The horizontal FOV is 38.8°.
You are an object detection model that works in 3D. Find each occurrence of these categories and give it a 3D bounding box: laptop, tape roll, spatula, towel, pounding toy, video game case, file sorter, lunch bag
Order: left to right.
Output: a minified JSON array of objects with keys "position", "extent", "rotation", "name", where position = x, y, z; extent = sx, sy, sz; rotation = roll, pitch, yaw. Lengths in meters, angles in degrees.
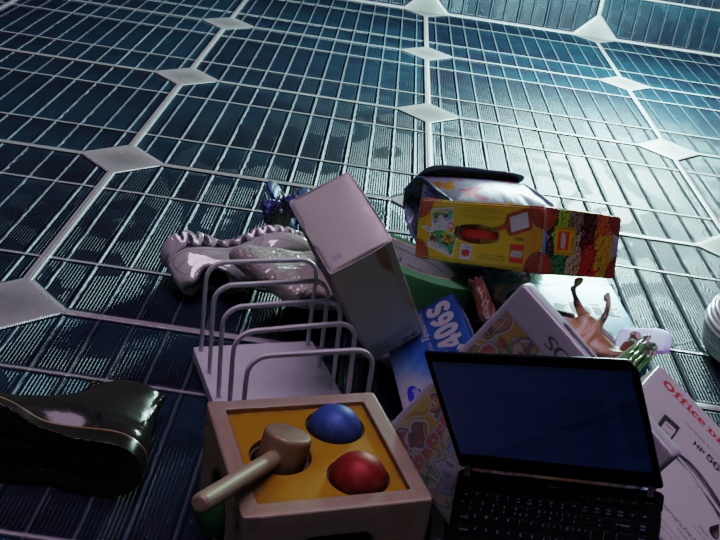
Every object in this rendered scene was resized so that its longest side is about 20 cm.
[{"position":[-0.082,0.086,1.047],"extent":[0.139,0.125,0.200],"rotation":[-2,28,-20],"name":"file sorter"},{"position":[-0.058,0.180,0.843],"extent":[0.200,0.142,0.184],"rotation":[-1,27,-19],"name":"pounding toy"},{"position":[-0.048,0.013,1.251],"extent":[0.200,0.035,0.132],"rotation":[7,18,-47],"name":"towel"},{"position":[0.045,-0.001,1.283],"extent":[0.200,0.048,0.200],"rotation":[22,13,-5],"name":"tape roll"},{"position":[0.164,-0.084,1.473],"extent":[0.169,0.127,0.200],"rotation":[4,20,-15],"name":"lunch bag"},{"position":[0.133,0.144,0.855],"extent":[0.182,0.200,0.023],"rotation":[51,28,22],"name":"video game case"},{"position":[0.128,0.175,0.778],"extent":[0.177,0.200,0.103],"rotation":[-1,-24,35],"name":"laptop"},{"position":[0.212,0.143,1.017],"extent":[0.023,0.153,0.200],"rotation":[49,37,8],"name":"towel"},{"position":[0.268,0.064,1.217],"extent":[0.200,0.021,0.057],"rotation":[16,33,15],"name":"spatula"}]

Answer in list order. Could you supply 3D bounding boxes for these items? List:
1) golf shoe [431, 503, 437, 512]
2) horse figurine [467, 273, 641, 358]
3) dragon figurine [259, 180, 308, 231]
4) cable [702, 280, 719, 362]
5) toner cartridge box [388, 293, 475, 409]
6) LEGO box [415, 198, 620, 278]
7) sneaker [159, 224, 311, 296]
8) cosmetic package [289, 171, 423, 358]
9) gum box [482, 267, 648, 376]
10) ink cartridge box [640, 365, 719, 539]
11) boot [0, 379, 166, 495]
[{"position":[0.118,0.165,0.965],"extent":[0.200,0.097,0.078],"rotation":[-43,46,-5],"name":"golf shoe"},{"position":[0.220,0.058,1.175],"extent":[0.200,0.050,0.133],"rotation":[6,42,2],"name":"horse figurine"},{"position":[-0.105,-0.092,1.428],"extent":[0.059,0.100,0.200],"rotation":[9,26,-1],"name":"dragon figurine"},{"position":[0.535,0.090,1.298],"extent":[0.200,0.069,0.200],"rotation":[21,29,21],"name":"cable"},{"position":[0.086,0.107,1.097],"extent":[0.095,0.043,0.200],"rotation":[-30,27,8],"name":"toner cartridge box"},{"position":[0.191,-0.040,1.251],"extent":[0.149,0.077,0.200],"rotation":[3,4,-41],"name":"LEGO box"},{"position":[-0.148,-0.007,1.291],"extent":[0.200,0.075,0.081],"rotation":[-7,44,-25],"name":"sneaker"},{"position":[0.000,0.000,1.073],"extent":[0.071,0.200,0.105],"rotation":[-28,59,-4],"name":"cosmetic package"},{"position":[0.251,0.064,1.287],"extent":[0.170,0.045,0.200],"rotation":[5,27,-7],"name":"gum box"},{"position":[0.261,0.193,0.923],"extent":[0.146,0.084,0.200],"rotation":[48,38,10],"name":"ink cartridge box"},{"position":[-0.288,0.135,0.957],"extent":[0.200,0.078,0.138],"rotation":[21,21,-6],"name":"boot"}]
